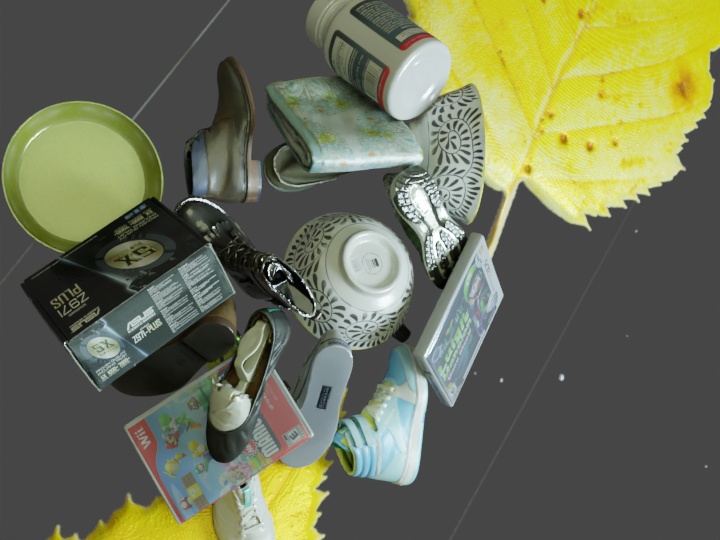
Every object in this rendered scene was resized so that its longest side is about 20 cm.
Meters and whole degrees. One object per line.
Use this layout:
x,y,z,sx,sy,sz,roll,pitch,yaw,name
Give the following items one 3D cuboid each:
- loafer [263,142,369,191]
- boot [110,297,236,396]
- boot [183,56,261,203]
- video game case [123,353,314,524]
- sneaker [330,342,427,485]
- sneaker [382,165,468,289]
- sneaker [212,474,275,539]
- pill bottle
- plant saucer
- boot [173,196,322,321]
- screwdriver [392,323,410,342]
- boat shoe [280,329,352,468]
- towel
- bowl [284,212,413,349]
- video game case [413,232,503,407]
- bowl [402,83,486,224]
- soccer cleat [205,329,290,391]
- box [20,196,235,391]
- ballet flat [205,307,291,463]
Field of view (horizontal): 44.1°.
-0.044,-0.166,1.266,0.199,0.070,0.076,-20,92,-24,loafer
-0.234,0.096,1.126,0.074,0.199,0.076,48,24,-32,boot
-0.195,-0.189,1.202,0.096,0.075,0.202,-8,89,-27,boot
-0.178,0.202,1.120,0.199,0.017,0.144,-33,79,-5,video game case
0.021,0.199,1.250,0.130,0.079,0.202,7,80,-24,sneaker
0.089,-0.065,1.260,0.077,0.089,0.201,-32,117,-14,sneaker
-0.155,0.297,1.156,0.075,0.088,0.202,-18,90,-24,sneaker
0.019,-0.311,1.243,0.119,0.120,0.200,-34,59,-23,pill bottle
-0.357,-0.116,1.147,0.198,0.031,0.202,3,83,-22,plant saucer
-0.142,-0.018,1.138,0.200,0.174,0.069,44,78,-23,boot
-0.005,0.035,1.293,0.200,0.029,0.028,40,71,-5,screwdriver
-0.059,0.174,1.207,0.073,0.065,0.201,20,109,-14,boat shoe
-0.028,-0.206,1.231,0.170,0.048,0.201,-9,45,-24,towel
0.000,0.000,1.232,0.199,0.094,0.203,7,71,-21,bowl
0.146,0.075,1.281,0.201,0.023,0.182,-62,150,-19,video game case
0.112,-0.167,1.282,0.093,0.201,0.203,0,84,-6,bowl
-0.180,0.126,1.180,0.084,0.065,0.200,-42,95,6,soccer cleat
-0.282,0.022,1.075,0.199,0.164,0.086,-36,132,-18,box
-0.148,0.135,1.089,0.068,0.068,0.201,16,78,21,ballet flat
